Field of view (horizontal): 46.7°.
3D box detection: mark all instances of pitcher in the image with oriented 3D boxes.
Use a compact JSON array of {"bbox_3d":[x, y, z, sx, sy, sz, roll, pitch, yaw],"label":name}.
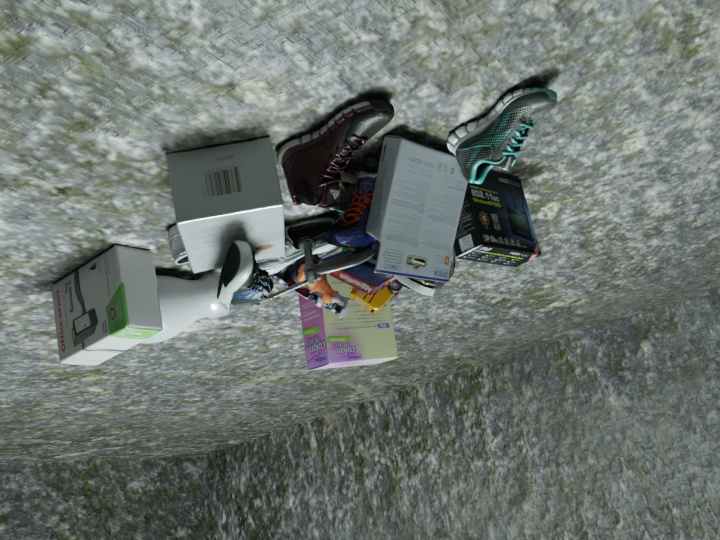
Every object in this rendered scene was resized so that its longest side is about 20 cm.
[{"bbox_3d":[-0.375,0.069,1.593,0.197,0.124,0.170,-13,-178,-40],"label":"pitcher"}]

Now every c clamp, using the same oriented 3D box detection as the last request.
[{"bbox_3d":[-0.058,-0.026,1.300,0.167,0.028,0.201,-17,-159,6],"label":"c clamp"}]

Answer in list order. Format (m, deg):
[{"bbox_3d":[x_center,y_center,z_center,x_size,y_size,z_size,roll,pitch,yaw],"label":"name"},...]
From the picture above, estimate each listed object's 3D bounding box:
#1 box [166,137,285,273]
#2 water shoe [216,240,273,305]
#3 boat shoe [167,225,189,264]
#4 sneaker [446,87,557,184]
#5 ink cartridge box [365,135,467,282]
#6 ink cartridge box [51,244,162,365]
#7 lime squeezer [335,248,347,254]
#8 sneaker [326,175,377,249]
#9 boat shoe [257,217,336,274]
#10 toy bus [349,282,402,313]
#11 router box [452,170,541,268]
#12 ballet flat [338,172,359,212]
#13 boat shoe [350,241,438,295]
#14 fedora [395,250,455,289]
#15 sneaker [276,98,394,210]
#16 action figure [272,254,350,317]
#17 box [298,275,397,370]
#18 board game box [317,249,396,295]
[{"bbox_3d":[-0.193,-0.091,1.226,0.149,0.109,0.201,-11,162,-9],"label":"box"},{"bbox_3d":[-0.163,0.006,1.232,0.077,0.073,0.200,10,166,-14],"label":"water shoe"},{"bbox_3d":[-0.220,-0.055,1.381,0.195,0.070,0.072,-10,163,-9],"label":"boat shoe"},{"bbox_3d":[0.218,-0.195,1.238,0.076,0.093,0.199,1,157,-40],"label":"sneaker"},{"bbox_3d":[0.089,-0.091,1.307,0.040,0.205,0.197,13,-177,40],"label":"ink cartridge box"},{"bbox_3d":[-0.444,0.065,1.450,0.198,0.149,0.083,-25,159,33],"label":"ink cartridge box"},{"bbox_3d":[-0.030,-0.043,1.611,0.069,0.039,0.200,-7,162,-18],"label":"lime squeezer"},{"bbox_3d":[0.009,-0.103,1.297,0.074,0.080,0.200,10,-139,35],"label":"sneaker"},{"bbox_3d":[-0.130,-0.053,1.478,0.196,0.073,0.071,-21,155,-10],"label":"boat shoe"},{"bbox_3d":[0.064,-0.015,1.585,0.202,0.078,0.065,-56,178,-9],"label":"toy bus"},{"bbox_3d":[0.226,-0.094,1.455,0.062,0.153,0.198,-26,159,38],"label":"router box"},{"bbox_3d":[-0.014,-0.119,1.358,0.064,0.067,0.199,-48,157,9],"label":"ballet flat"},{"bbox_3d":[0.052,-0.030,1.428,0.061,0.199,0.072,-63,161,12],"label":"boat shoe"},{"bbox_3d":[0.099,-0.062,1.487,0.197,0.092,0.203,20,140,17],"label":"fedora"},{"bbox_3d":[-0.025,-0.148,1.162,0.198,0.118,0.075,-24,159,32],"label":"sneaker"},{"bbox_3d":[-0.072,0.017,1.574,0.198,0.193,0.106,31,94,-31],"label":"action figure"},{"bbox_3d":[-0.029,0.097,1.751,0.173,0.205,0.096,-1,167,-34],"label":"box"},{"bbox_3d":[0.000,0.000,1.412,0.101,0.020,0.200,27,-168,10],"label":"board game box"}]
